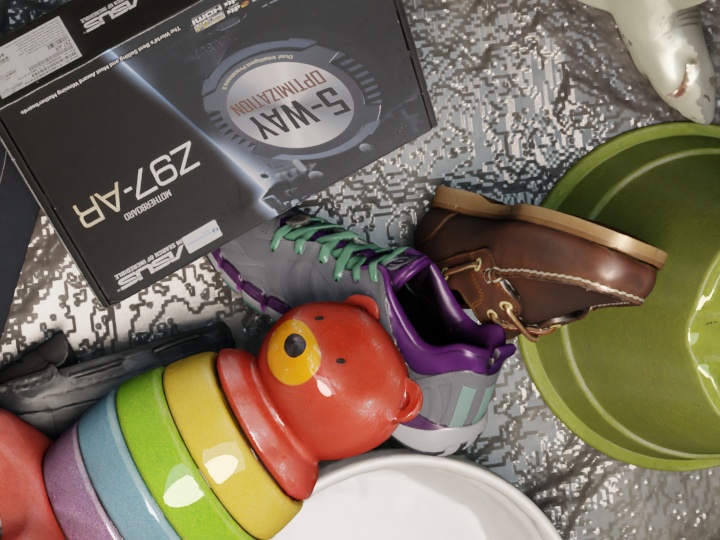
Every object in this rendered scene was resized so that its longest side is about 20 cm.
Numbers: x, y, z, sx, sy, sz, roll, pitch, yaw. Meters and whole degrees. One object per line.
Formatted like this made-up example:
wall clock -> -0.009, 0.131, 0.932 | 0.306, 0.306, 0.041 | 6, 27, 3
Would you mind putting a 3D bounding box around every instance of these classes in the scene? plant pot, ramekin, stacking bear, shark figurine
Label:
plant pot -> 0.199, 0.024, 0.966 | 0.199, 0.190, 0.201 | -1, 95, -9
ramekin -> 0.014, 0.189, 0.990 | 0.199, 0.105, 0.201 | -1, 94, -9
stacking bear -> -0.068, 0.085, 0.891 | 0.200, 0.122, 0.114 | -31, 141, 7
shark figurine -> 0.180, -0.198, 0.992 | 0.128, 0.215, 0.089 | 35, 46, 17

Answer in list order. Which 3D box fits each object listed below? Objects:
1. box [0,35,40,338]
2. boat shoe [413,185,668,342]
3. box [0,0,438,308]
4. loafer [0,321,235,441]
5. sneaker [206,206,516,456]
box -> -0.235, -0.026, 0.863 | 0.107, 0.149, 0.201 | 5, 66, 19
boat shoe -> 0.085, 0.003, 0.941 | 0.070, 0.200, 0.071 | 24, 86, -21
box -> -0.071, -0.085, 0.898 | 0.200, 0.044, 0.160 | -29, 143, -7
loafer -> -0.160, 0.068, 0.976 | 0.200, 0.068, 0.071 | -7, 75, -5
sneaker -> 0.000, 0.000, 0.950 | 0.200, 0.088, 0.074 | 41, 45, 17
